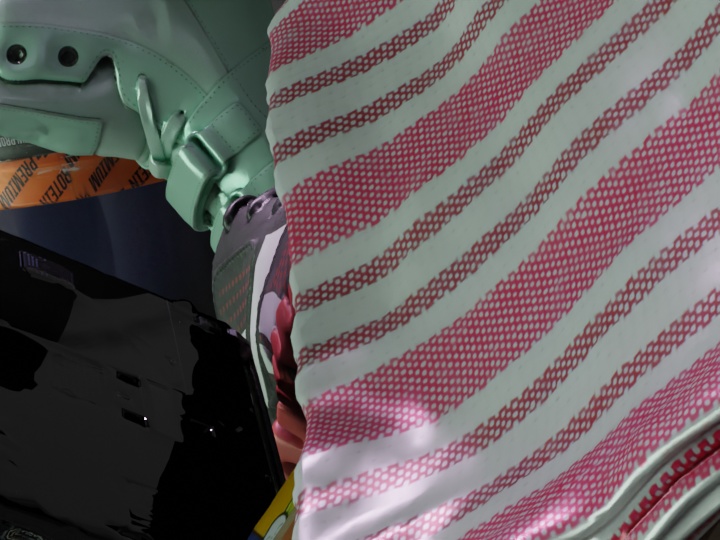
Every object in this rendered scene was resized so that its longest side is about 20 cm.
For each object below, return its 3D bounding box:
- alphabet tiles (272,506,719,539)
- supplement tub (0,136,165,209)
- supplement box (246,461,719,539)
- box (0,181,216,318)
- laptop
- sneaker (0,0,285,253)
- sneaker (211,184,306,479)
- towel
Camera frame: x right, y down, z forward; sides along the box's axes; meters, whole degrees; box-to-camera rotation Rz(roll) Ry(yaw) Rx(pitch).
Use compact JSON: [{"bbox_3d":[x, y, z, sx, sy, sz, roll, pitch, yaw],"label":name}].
[{"bbox_3d":[0.036,0.015,0.476,0.201,0.008,0.167,-56,15,-2],"label":"alphabet tiles"},{"bbox_3d":[-0.118,-0.129,1.063,0.122,0.122,0.201,-161,60,-75],"label":"supplement tub"},{"bbox_3d":[0.041,0.095,0.514,0.109,0.109,0.200,36,175,-15],"label":"supplement box"},{"bbox_3d":[-0.165,-0.028,1.183,0.123,0.199,0.200,-171,69,-76],"label":"box"},{"bbox_3d":[-0.064,0.077,0.689,0.104,0.199,0.177,-63,16,14],"label":"laptop"},{"bbox_3d":[-0.062,-0.028,0.921,0.074,0.117,0.201,111,144,-64],"label":"sneaker"},{"bbox_3d":[0.000,0.000,0.783,0.201,0.070,0.098,100,152,-61],"label":"sneaker"},{"bbox_3d":[0.034,-0.035,0.452,0.146,0.030,0.201,-46,29,28],"label":"towel"}]
